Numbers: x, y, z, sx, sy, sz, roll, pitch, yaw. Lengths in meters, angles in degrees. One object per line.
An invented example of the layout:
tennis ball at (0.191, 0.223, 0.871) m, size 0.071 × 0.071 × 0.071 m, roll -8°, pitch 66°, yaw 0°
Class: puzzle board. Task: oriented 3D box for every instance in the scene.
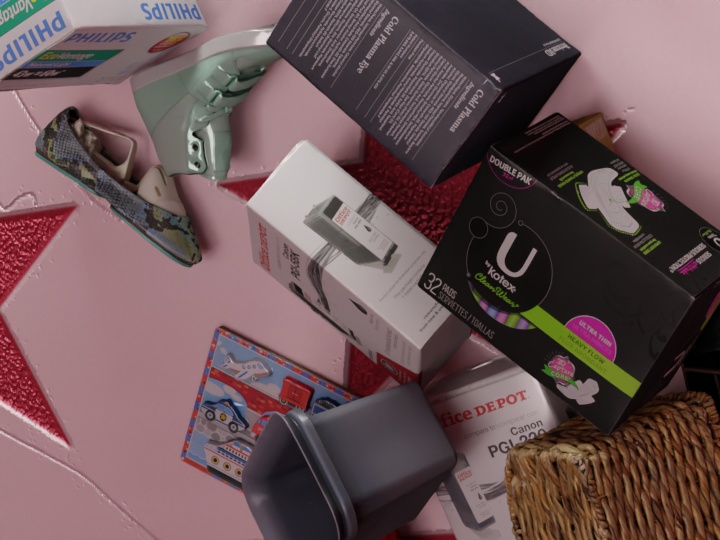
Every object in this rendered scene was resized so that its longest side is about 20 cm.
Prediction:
puzzle board at (-0.073, 0.160, 1.909) m, size 0.199 × 0.017 × 0.152 m, roll 26°, pitch 115°, yaw 18°

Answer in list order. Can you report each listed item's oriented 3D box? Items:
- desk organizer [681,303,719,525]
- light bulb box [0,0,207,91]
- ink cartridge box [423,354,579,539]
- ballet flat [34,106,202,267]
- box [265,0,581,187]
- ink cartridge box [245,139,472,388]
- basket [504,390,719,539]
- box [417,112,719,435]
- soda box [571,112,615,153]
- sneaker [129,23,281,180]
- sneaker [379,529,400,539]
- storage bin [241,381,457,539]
desk organizer at (0.302, 0.109, 1.671) m, size 0.071 × 0.077 × 0.202 m, roll -11°, pitch 100°, yaw 28°
light bulb box at (-0.266, -0.272, 1.759) m, size 0.124 × 0.198 × 0.202 m, roll -27°, pitch 82°, yaw 31°
ink cartridge box at (0.144, 0.178, 1.767) m, size 0.145 × 0.085 × 0.202 m, roll -22°, pitch 93°, yaw 30°
ballet flat at (-0.217, -0.084, 1.883) m, size 0.199 × 0.074 × 0.075 m, roll 36°, pitch 118°, yaw 9°
box at (0.054, -0.180, 1.638) m, size 0.182 × 0.200 × 0.104 m, roll 41°, pitch 117°, yaw 11°
ink cartridge box at (0.000, 0.000, 1.742) m, size 0.200 × 0.147 × 0.083 m, roll 39°, pitch 75°, yaw 13°
basket at (0.222, 0.214, 1.659) m, size 0.142 × 0.148 × 0.202 m, roll -7°, pitch 104°, yaw 60°
box at (0.176, 0.000, 1.596) m, size 0.199 × 0.124 × 0.149 m, roll 38°, pitch 123°, yaw 17°
soda box at (0.197, -0.025, 1.691) m, size 0.067 × 0.064 × 0.202 m, roll -17°, pitch 96°, yaw 31°
sneaker at (-0.113, -0.147, 1.803) m, size 0.199 × 0.073 × 0.119 m, roll -18°, pitch 90°, yaw 39°
sneaker at (0.044, 0.281, 1.862) m, size 0.084 × 0.077 × 0.202 m, roll -5°, pitch 113°, yaw 22°
storage bin at (-0.001, 0.186, 1.724) m, size 0.146 × 0.133 × 0.200 m, roll 62°, pitch 158°, yaw 17°
